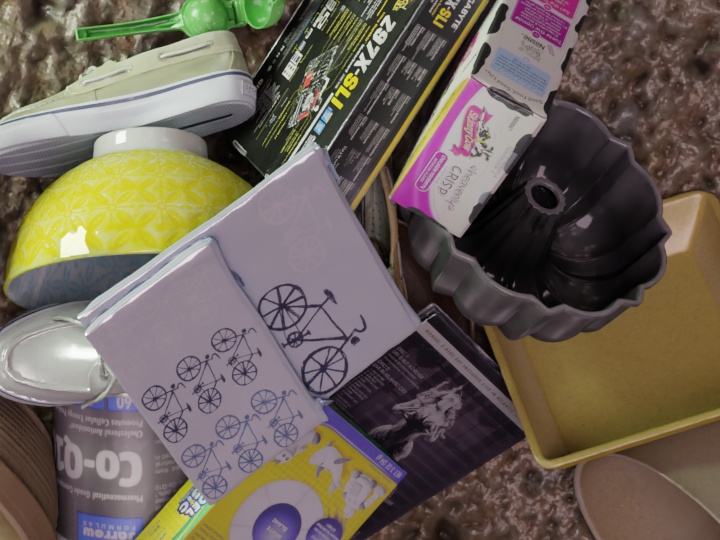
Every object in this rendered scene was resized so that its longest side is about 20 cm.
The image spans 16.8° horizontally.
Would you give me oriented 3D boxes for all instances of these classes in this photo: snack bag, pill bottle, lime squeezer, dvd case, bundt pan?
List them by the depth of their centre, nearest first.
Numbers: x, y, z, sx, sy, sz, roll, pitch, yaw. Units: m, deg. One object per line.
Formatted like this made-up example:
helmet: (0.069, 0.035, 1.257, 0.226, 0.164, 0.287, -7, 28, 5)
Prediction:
snack bag: (-0.064, 0.038, 1.612, 0.200, 0.021, 0.189, -37, 128, -8)
lime squeezer: (-0.098, -0.180, 1.706, 0.199, 0.071, 0.038, -12, 100, 23)
bundt pan: (0.114, -0.032, 1.725, 0.201, 0.202, 0.076, 22, 138, -13)
pill bottle: (-0.165, 0.146, 1.758, 0.113, 0.114, 0.201, -1, 105, -8)
dvd case: (0.017, 0.119, 1.775, 0.200, 0.016, 0.149, -34, 128, 18)

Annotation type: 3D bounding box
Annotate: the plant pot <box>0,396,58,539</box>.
plant pot: (-0.283, 0.134, 1.724, 0.201, 0.201, 0.093, 46, 59, -16)

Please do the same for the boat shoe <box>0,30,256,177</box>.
boat shoe: (-0.171, -0.116, 1.717, 0.199, 0.072, 0.062, -13, 68, 4)

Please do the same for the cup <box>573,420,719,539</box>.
cup: (0.279, 0.167, 1.805, 0.143, 0.200, 0.201, -41, 108, -22)

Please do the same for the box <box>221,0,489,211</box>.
box: (-0.005, -0.144, 1.676, 0.049, 0.160, 0.200, 29, 98, -31)

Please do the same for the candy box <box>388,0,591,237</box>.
candy box: (0.097, -0.139, 1.653, 0.061, 0.200, 0.136, 28, 137, -6)

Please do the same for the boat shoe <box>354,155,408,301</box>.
boat shoe: (0.000, 0.000, 1.724, 0.071, 0.076, 0.201, -10, 109, -9)

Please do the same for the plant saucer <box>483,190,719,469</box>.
plant saucer: (0.195, 0.051, 1.768, 0.199, 0.200, 0.049, -16, 141, -4)

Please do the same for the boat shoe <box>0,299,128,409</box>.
boat shoe: (-0.155, 0.055, 1.638, 0.201, 0.086, 0.075, -2, 88, -8)

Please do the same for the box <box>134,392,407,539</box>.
box: (-0.074, 0.180, 1.720, 0.200, 0.048, 0.117, -48, 126, 1)

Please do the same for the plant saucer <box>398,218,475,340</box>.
plant saucer: (-0.016, 0.048, 1.794, 0.199, 0.037, 0.201, -2, 105, -8)

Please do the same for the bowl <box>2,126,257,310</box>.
bowl: (-0.145, -0.036, 1.678, 0.199, 0.200, 0.108, 1, 75, -9)
